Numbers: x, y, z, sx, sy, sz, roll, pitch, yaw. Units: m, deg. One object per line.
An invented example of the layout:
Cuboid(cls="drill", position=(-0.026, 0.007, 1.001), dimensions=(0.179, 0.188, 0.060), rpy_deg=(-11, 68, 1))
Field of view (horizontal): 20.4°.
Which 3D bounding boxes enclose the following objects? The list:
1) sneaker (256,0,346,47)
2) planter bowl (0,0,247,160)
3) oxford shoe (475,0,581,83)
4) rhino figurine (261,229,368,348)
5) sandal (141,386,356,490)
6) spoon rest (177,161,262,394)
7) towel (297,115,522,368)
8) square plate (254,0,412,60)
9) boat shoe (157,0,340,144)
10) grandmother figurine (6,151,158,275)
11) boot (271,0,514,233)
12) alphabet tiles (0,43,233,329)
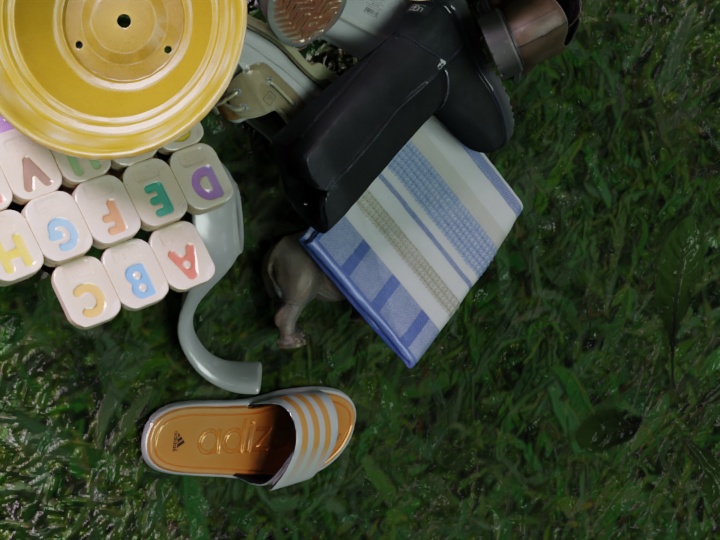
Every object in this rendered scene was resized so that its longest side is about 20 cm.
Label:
Cuboid(cls="sneaker", position=(-0.063, -0.242, 1.418), dimensions=(0.071, 0.080, 0.200), rpy_deg=(-31, 148, -6))
Cuboid(cls="planter bowl", position=(-0.172, -0.178, 1.400), dimensions=(0.199, 0.083, 0.202), rpy_deg=(0, 92, 5))
Cuboid(cls="oxford shoe", position=(0.141, -0.196, 1.607), dimensions=(0.084, 0.200, 0.073), rpy_deg=(-25, 101, 7))
Cuboid(cls="rhino figurine", position=(0.000, 0.000, 1.629), dimensions=(0.199, 0.060, 0.088), rpy_deg=(-15, 101, -38))
Cuboid(cls="sandal", position=(-0.078, 0.142, 1.608), dimensions=(0.206, 0.059, 0.080), rpy_deg=(-2, 105, -38))
Cuboid(cls="spoon rest", position=(-0.115, 0.004, 1.530), dimensions=(0.060, 0.100, 0.201), rpy_deg=(-5, 118, 3))
Cuboid(cls="towel", position=(0.044, -0.039, 1.621), dimensions=(0.147, 0.024, 0.200), rpy_deg=(48, 55, -18))
Cuboid(cls="square plate", position=(0.028, -0.258, 1.547), dimensions=(0.200, 0.028, 0.199), rpy_deg=(19, 102, -54))
Cuboid(cls="boat shoe", position=(-0.085, -0.145, 1.510), dimensions=(0.200, 0.075, 0.069), rpy_deg=(28, 80, -41))
Cuboid(cls="grandmother figurine", position=(-0.222, -0.052, 1.444), dimensions=(0.199, 0.060, 0.122), rpy_deg=(-16, 85, -31))
Cuboid(cls="boot", position=(0.027, -0.100, 1.562), dimensions=(0.200, 0.065, 0.165), rpy_deg=(-51, 131, -28))
Cuboid(cls="alphabet tiles", position=(-0.191, -0.063, 1.418), dimensions=(0.199, 0.015, 0.197), rpy_deg=(-22, 81, -31))
